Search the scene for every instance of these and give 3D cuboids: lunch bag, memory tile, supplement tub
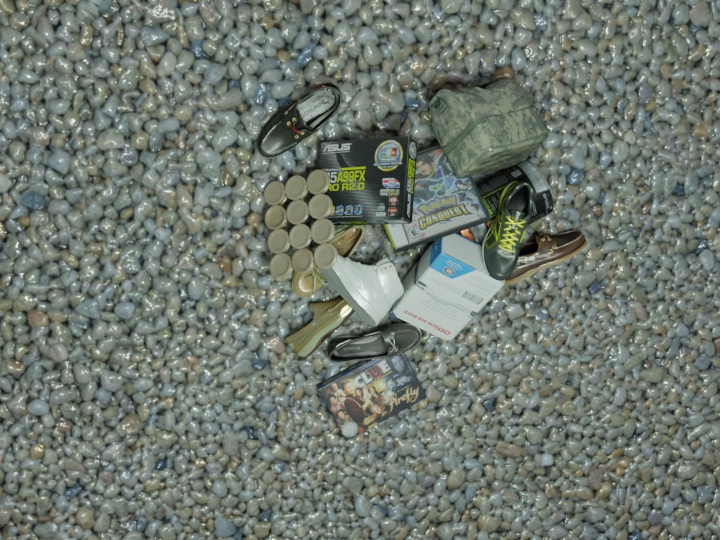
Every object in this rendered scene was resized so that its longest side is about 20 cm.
[{"bbox_3d":[0.244,-0.287,1.630,0.199,0.139,0.169,-18,79,-34],"label":"lunch bag"},{"bbox_3d":[-0.118,-0.089,1.634,0.152,0.017,0.202,-13,75,24],"label":"memory tile"},{"bbox_3d":[0.280,-0.128,1.707,0.199,0.123,0.123,-27,105,-2],"label":"supplement tub"}]

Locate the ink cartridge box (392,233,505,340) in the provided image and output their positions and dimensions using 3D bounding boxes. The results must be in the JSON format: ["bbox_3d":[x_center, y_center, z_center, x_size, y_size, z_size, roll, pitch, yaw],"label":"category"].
[{"bbox_3d":[0.176,0.032,1.697,0.146,0.086,0.200,26,133,-14],"label":"ink cartridge box"}]

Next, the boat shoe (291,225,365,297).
[{"bbox_3d":[-0.067,-0.025,1.706,0.073,0.063,0.200,38,95,-15],"label":"boat shoe"}]

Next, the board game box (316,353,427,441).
[{"bbox_3d":[0.024,0.258,1.795,0.199,0.035,0.136,-29,105,-2],"label":"board game box"}]

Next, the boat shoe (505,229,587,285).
[{"bbox_3d":[0.378,-0.041,1.767,0.199,0.070,0.071,-26,109,-2],"label":"boat shoe"}]

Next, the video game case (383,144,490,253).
[{"bbox_3d":[0.128,-0.147,1.642,0.199,0.026,0.182,-19,70,-7],"label":"video game case"}]

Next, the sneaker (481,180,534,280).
[{"bbox_3d":[0.281,-0.082,1.599,0.074,0.085,0.202,13,84,1],"label":"sneaker"}]

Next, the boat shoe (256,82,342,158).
[{"bbox_3d":[-0.121,-0.293,1.642,0.201,0.063,0.074,-38,107,2],"label":"boat shoe"}]

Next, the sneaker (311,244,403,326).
[{"bbox_3d":[0.000,0.000,1.671,0.116,0.074,0.200,-46,106,-18],"label":"sneaker"}]

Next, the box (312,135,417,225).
[{"bbox_3d":[0.008,-0.170,1.617,0.199,0.044,0.162,1,82,28],"label":"box"}]

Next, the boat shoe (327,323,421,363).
[{"bbox_3d":[0.028,0.158,1.733,0.199,0.057,0.067,-11,110,14],"label":"boat shoe"}]

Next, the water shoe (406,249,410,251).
[{"bbox_3d":[0.074,-0.136,1.695,0.071,0.079,0.201,-19,103,-4],"label":"water shoe"}]

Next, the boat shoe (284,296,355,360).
[{"bbox_3d":[-0.075,0.093,1.731,0.200,0.072,0.076,-45,93,3],"label":"boat shoe"}]
